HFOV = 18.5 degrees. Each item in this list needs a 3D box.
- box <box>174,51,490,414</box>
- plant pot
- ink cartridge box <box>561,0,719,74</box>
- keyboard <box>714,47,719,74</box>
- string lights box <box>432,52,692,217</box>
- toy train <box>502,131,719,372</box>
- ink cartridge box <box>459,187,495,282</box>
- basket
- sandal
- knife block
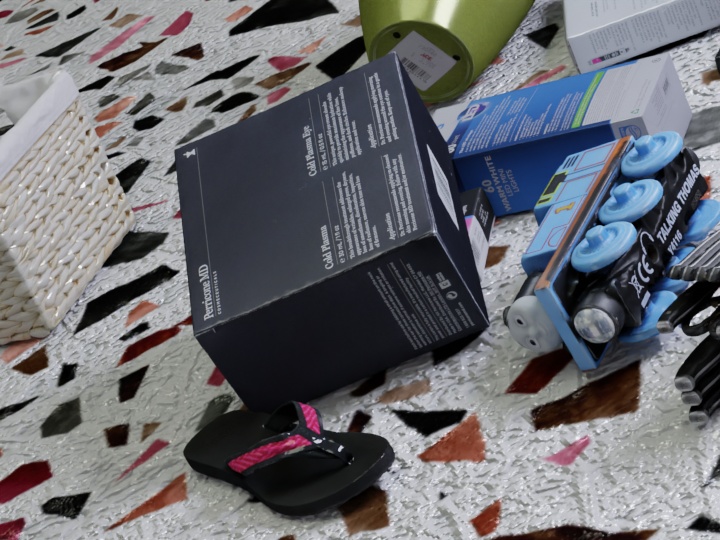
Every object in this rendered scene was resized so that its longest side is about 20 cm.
[{"bbox_3d":[-0.024,-0.025,1.552,0.181,0.104,0.201,-22,43,11],"label":"box"},{"bbox_3d":[0.072,-0.246,1.919,0.186,0.187,0.201,-12,42,28],"label":"plant pot"},{"bbox_3d":[0.267,-0.247,1.862,0.199,0.043,0.197,-18,24,12],"label":"ink cartridge box"},{"bbox_3d":[0.363,-0.197,1.671,0.199,0.040,0.104,-13,26,28],"label":"keyboard"},{"bbox_3d":[0.140,-0.097,1.662,0.199,0.059,0.103,-12,27,28],"label":"string lights box"},{"bbox_3d":[0.163,-0.014,1.453,0.114,0.087,0.200,-18,26,38],"label":"toy train"},{"bbox_3d":[0.000,0.000,1.637,0.199,0.037,0.095,-19,26,20],"label":"ink cartridge box"},{"bbox_3d":[-0.330,-0.045,1.890,0.197,0.161,0.200,-12,28,27],"label":"basket"},{"bbox_3d":[-0.057,0.115,1.446,0.075,0.045,0.200,-40,28,-29],"label":"sandal"},{"bbox_3d":[0.266,0.016,1.333,0.199,0.177,0.064,14,-6,-42],"label":"knife block"}]
